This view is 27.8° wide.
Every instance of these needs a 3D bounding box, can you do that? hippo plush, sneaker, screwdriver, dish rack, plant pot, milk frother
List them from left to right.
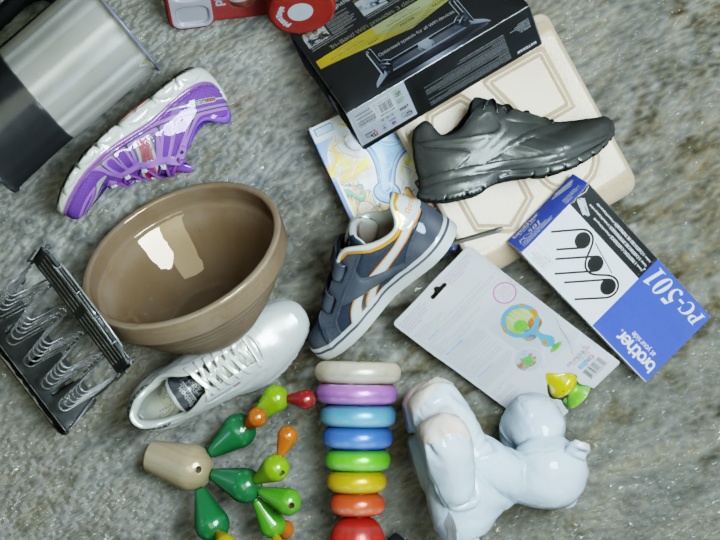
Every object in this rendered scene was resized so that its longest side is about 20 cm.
[{"bbox_3d":[-0.318,-0.203,1.352,0.188,0.200,0.181,-41,89,-2],"label":"milk frother"},{"bbox_3d":[-0.286,0.064,1.364,0.054,0.200,0.154,-39,92,-29],"label":"dish rack"},{"bbox_3d":[-0.210,-0.113,1.419,0.200,0.081,0.084,-39,98,-2],"label":"sneaker"},{"bbox_3d":[-0.157,0.014,1.393,0.200,0.201,0.093,-24,130,-2],"label":"plant pot"},{"bbox_3d":[-0.136,0.097,1.415,0.199,0.081,0.077,-34,90,4],"label":"sneaker"},{"bbox_3d":[0.000,0.000,1.401,0.079,0.079,0.200,35,117,-18],"label":"sneaker"},{"bbox_3d":[0.093,-0.024,1.376,0.028,0.200,0.029,14,85,-17],"label":"screwdriver"},{"bbox_3d":[0.136,0.177,1.381,0.160,0.160,0.201,-12,49,-6],"label":"hippo plush"},{"bbox_3d":[0.142,-0.124,1.372,0.199,0.076,0.091,-14,90,-7],"label":"sneaker"}]

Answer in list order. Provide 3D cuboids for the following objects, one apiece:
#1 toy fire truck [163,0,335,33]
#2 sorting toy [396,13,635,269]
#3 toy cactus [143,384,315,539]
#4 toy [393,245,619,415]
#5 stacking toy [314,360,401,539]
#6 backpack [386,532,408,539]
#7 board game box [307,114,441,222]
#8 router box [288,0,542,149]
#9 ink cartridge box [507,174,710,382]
[{"bbox_3d":[-0.115,-0.305,1.366,0.167,0.200,0.113,-9,61,-3],"label":"toy fire truck"},{"bbox_3d":[0.147,-0.122,1.426,0.184,0.036,0.201,-30,98,-3],"label":"sorting toy"},{"bbox_3d":[-0.129,0.200,1.431,0.164,0.102,0.201,14,93,16],"label":"toy cactus"},{"bbox_3d":[0.145,0.065,1.446,0.200,0.047,0.115,38,113,-12],"label":"toy"},{"bbox_3d":[-0.005,0.189,1.422,0.085,0.085,0.201,2,87,-3],"label":"stacking toy"},{"bbox_3d":[0.036,0.394,1.403,0.183,0.147,0.200,41,92,0],"label":"backpack"},{"bbox_3d":[0.064,-0.121,1.452,0.199,0.034,0.136,-26,93,-3],"label":"board game box"},{"bbox_3d":[0.049,-0.223,1.395,0.199,0.158,0.052,-30,136,-2],"label":"router box"},{"bbox_3d":[0.244,0.008,1.427,0.094,0.044,0.200,-45,112,2],"label":"ink cartridge box"}]
